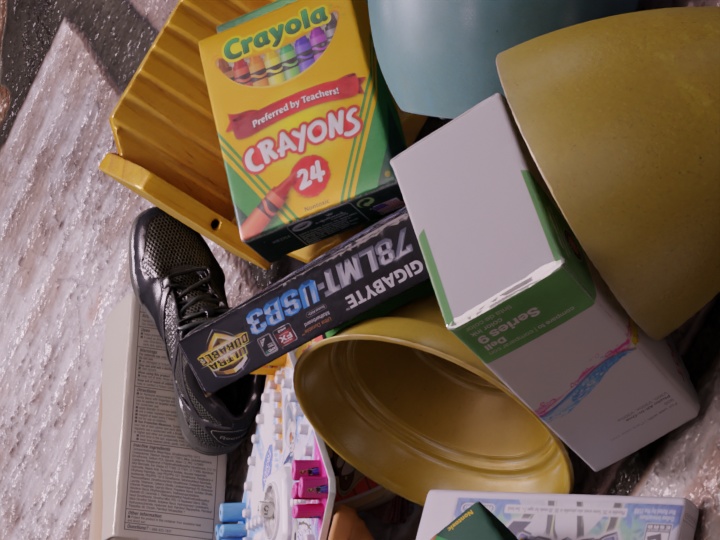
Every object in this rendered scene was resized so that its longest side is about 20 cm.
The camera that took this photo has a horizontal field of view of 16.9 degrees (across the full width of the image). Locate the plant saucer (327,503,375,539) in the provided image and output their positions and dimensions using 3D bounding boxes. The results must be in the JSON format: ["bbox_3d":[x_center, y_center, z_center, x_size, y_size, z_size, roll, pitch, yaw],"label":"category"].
[{"bbox_3d":[-0.022,0.262,1.671,0.200,0.037,0.201,14,-90,-89],"label":"plant saucer"}]

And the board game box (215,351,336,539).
[{"bbox_3d":[-0.065,0.175,1.761,0.200,0.026,0.201,-111,29,-55],"label":"board game box"}]

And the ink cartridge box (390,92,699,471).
[{"bbox_3d":[0.116,0.011,1.491,0.087,0.200,0.146,-32,48,16],"label":"ink cartridge box"}]

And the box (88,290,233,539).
[{"bbox_3d":[-0.158,0.126,1.931,0.078,0.094,0.201,142,135,-62],"label":"box"}]

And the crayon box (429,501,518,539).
[{"bbox_3d":[0.043,0.268,1.470,0.200,0.058,0.173,-40,44,6],"label":"crayon box"}]

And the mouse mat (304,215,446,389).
[{"bbox_3d":[0.033,0.002,1.739,0.161,0.008,0.201,-37,39,19],"label":"mouse mat"}]

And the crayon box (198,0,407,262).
[{"bbox_3d":[-0.042,-0.122,1.763,0.126,0.051,0.201,-21,65,15],"label":"crayon box"}]

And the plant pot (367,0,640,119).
[{"bbox_3d":[0.095,-0.180,1.625,0.200,0.200,0.162,15,103,56],"label":"plant pot"}]

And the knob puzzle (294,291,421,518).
[{"bbox_3d":[-0.012,0.091,1.767,0.219,0.030,0.221,-32,49,46],"label":"knob puzzle"}]

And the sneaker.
[{"bbox_3d":[-0.120,0.034,1.869,0.114,0.076,0.201,136,121,-63],"label":"sneaker"}]

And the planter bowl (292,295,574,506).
[{"bbox_3d":[0.062,0.076,1.602,0.200,0.200,0.084,-19,36,51],"label":"planter bowl"}]

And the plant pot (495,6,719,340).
[{"bbox_3d":[0.193,-0.079,1.467,0.141,0.200,0.201,-30,49,13],"label":"plant pot"}]

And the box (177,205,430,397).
[{"bbox_3d":[0.000,0.000,1.639,0.199,0.198,0.050,-29,91,25],"label":"box"}]

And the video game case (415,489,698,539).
[{"bbox_3d":[0.104,0.226,1.514,0.199,0.022,0.183,-2,62,38],"label":"video game case"}]

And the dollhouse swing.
[{"bbox_3d":[-0.070,-0.119,1.821,0.201,0.181,0.176,-59,13,-4],"label":"dollhouse swing"}]

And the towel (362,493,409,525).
[{"bbox_3d":[0.021,0.073,1.773,0.144,0.023,0.201,23,94,58],"label":"towel"}]
